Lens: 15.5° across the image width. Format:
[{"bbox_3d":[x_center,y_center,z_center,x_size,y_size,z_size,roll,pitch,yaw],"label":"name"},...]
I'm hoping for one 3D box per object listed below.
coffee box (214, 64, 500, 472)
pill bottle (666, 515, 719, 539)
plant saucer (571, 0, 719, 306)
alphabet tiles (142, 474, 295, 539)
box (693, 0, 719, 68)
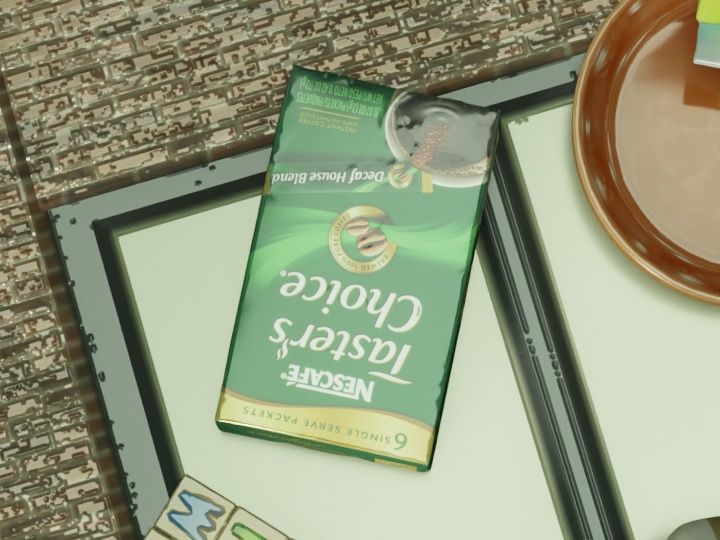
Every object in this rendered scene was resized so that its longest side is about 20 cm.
[{"bbox_3d":[0.000,0.000,1.424,0.122,0.044,0.201,13,82,2],"label":"coffee box"},{"bbox_3d":[0.214,0.182,1.358,0.199,0.120,0.120,-9,82,-2],"label":"pill bottle"},{"bbox_3d":[0.214,-0.077,1.442,0.199,0.032,0.201,0,81,0],"label":"plant saucer"},{"bbox_3d":[-0.075,0.237,1.408,0.167,0.008,0.200,31,82,4],"label":"alphabet tiles"},{"bbox_3d":[0.252,-0.197,1.427,0.121,0.048,0.201,11,65,2],"label":"box"}]
